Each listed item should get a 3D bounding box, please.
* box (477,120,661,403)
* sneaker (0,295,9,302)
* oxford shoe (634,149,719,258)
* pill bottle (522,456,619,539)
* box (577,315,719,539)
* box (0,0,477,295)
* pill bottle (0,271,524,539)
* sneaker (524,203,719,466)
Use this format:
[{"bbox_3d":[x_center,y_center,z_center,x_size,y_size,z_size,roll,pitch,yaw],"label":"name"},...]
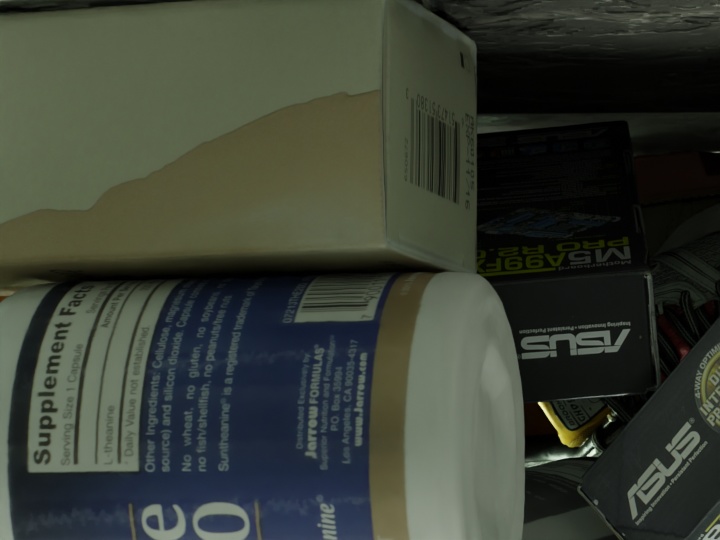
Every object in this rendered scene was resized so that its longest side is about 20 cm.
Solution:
[{"bbox_3d":[0.000,0.000,1.007,0.199,0.045,0.160,-5,-159,4],"label":"box"},{"bbox_3d":[-0.166,0.008,1.027,0.077,0.079,0.200,-19,-150,-14],"label":"sneaker"},{"bbox_3d":[0.174,-0.010,1.099,0.199,0.075,0.070,-3,179,34],"label":"oxford shoe"},{"bbox_3d":[0.063,0.125,1.005,0.113,0.114,0.200,-4,180,32],"label":"pill bottle"},{"bbox_3d":[0.182,0.020,0.967,0.049,0.200,0.161,47,-160,26],"label":"box"},{"bbox_3d":[-0.070,-0.036,0.900,0.199,0.078,0.095,-3,173,21],"label":"box"},{"bbox_3d":[-0.056,0.058,0.879,0.199,0.112,0.111,-2,173,14],"label":"pill bottle"},{"bbox_3d":[0.106,0.034,1.065,0.199,0.078,0.082,-23,-169,39],"label":"sneaker"}]
